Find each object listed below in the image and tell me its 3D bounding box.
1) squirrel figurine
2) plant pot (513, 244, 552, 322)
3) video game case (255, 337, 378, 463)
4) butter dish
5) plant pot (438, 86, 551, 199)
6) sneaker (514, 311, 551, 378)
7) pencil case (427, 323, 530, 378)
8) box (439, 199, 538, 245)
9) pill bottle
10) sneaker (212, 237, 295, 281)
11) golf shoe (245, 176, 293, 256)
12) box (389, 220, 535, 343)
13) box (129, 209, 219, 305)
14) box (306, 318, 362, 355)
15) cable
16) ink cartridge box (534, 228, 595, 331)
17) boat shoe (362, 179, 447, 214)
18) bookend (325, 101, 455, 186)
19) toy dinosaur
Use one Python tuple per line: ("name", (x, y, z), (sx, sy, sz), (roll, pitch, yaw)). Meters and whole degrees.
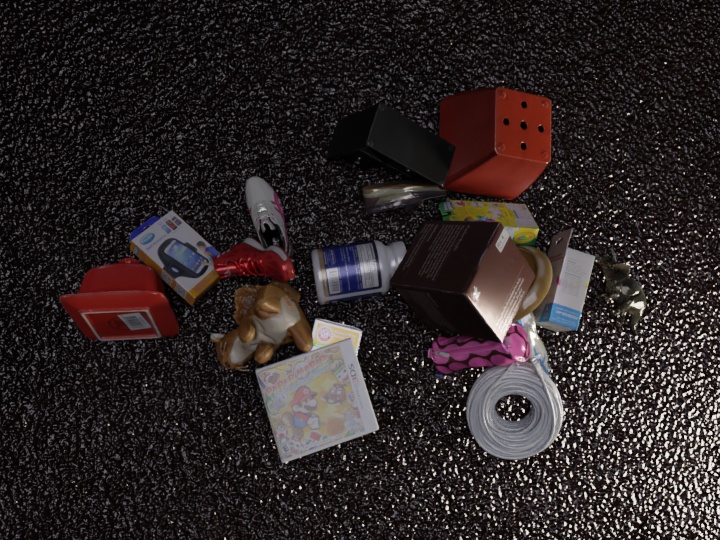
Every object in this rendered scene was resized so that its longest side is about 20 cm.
("squirrel figurine", (-0.209, 0.113, 1.252), (0.186, 0.201, 0.141), (-38, 117, 18))
("plant pot", (0.298, 0.022, 1.283), (0.201, 0.199, 0.027), (-51, 127, -7))
("video game case", (-0.084, 0.249, 1.194), (0.197, 0.023, 0.185), (-18, 84, -3))
("butter dish", (-0.470, 0.044, 1.242), (0.195, 0.201, 0.150), (-2, 60, -5))
("plant pot", (0.290, -0.277, 1.291), (0.196, 0.176, 0.204), (5, 82, -20))
("sneaker", (0.358, 0.166, 1.317), (0.071, 0.072, 0.203), (-19, 103, 16))
("pencil case", (0.237, 0.160, 1.250), (0.093, 0.198, 0.092), (25, 57, -41))
("box", (0.269, -0.104, 1.325), (0.196, 0.118, 0.049), (5, 121, -4))
("pill bottle", (0.000, 0.000, 1.294), (0.196, 0.116, 0.118), (-8, 84, -5))
("sneaker", (-0.221, -0.001, 1.234), (0.115, 0.199, 0.080), (-29, 116, -30))
("golf shoe", (-0.193, -0.111, 1.306), (0.072, 0.092, 0.203), (-22, 84, -5))
("box", (0.199, 0.017, 1.217), (0.164, 0.198, 0.167), (47, 66, -34))
("box", (-0.380, -0.036, 1.284), (0.200, 0.042, 0.119), (42, 51, 0))
("box", (-0.067, 0.208, 1.267), (0.100, 0.113, 0.204), (13, 84, -1))
("cable", (0.316, 0.286, 1.281), (0.198, 0.069, 0.202), (-32, 97, 12))
("ink cartridge box", (0.436, 0.023, 1.321), (0.067, 0.115, 0.203), (17, 83, -2))
("boat shoe", (0.098, -0.159, 1.346), (0.196, 0.072, 0.066), (-8, 111, -19))
("bookend", (0.059, -0.251, 1.311), (0.196, 0.199, 0.094), (23, 81, -27))
("toy dinosaur", (0.579, 0.056, 1.348), (0.102, 0.077, 0.201), (-35, 84, 0))
